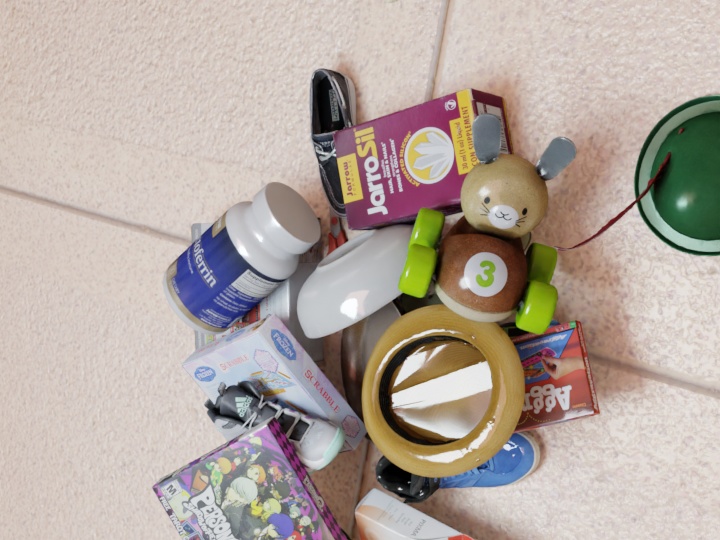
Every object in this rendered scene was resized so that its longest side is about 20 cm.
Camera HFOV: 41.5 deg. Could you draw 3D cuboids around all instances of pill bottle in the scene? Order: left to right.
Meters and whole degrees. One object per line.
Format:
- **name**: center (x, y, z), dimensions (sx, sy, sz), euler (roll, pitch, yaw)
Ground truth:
- **pill bottle**: center (-0.150, -0.016, 1.212), dimensions (0.200, 0.116, 0.116), euler (-40, 72, 26)

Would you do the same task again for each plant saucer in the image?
- **plant saucer**: center (0.030, 0.123, 1.210), dimensions (0.200, 0.032, 0.202), euler (7, 98, 62)

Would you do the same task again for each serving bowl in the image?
- **serving bowl**: center (0.000, 0.000, 1.160), dimensions (0.199, 0.200, 0.066), euler (-26, 103, 30)

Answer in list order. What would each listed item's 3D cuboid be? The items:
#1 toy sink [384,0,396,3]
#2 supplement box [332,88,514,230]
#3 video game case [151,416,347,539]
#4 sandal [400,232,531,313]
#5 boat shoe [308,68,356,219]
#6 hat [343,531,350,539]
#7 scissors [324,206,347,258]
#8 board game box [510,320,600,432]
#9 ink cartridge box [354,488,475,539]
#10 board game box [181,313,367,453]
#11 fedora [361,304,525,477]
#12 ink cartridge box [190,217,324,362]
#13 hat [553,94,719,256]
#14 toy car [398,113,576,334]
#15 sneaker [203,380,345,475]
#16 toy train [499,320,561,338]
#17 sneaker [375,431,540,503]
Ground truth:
- **toy sink**: center (-0.019, -0.453, 1.211), dimensions (0.200, 0.112, 0.131), euler (44, 114, 23)
- **supplement box**: center (0.080, -0.132, 1.168), dimensions (0.199, 0.103, 0.132), euler (-13, 85, 32)
- **video game case**: center (-0.129, 0.304, 1.148), dimensions (0.181, 0.036, 0.201), euler (-29, 92, 17)
- **sandal**: center (0.120, -0.009, 1.175), dimensions (0.201, 0.057, 0.080), euler (-42, 71, 26)
- **boat shoe**: center (-0.033, -0.167, 1.255), dimensions (0.071, 0.068, 0.201), euler (-5, 89, 24)
- **hat**: center (-0.099, 0.437, 1.312), dimensions (0.176, 0.165, 0.201), euler (116, 157, -49)
- **scissors**: center (-0.039, -0.054, 1.299), dimensions (0.073, 0.014, 0.201), euler (-21, 81, 31)
- **board game box**: center (0.165, 0.132, 1.073), dimensions (0.199, 0.019, 0.104), euler (-20, 71, 33)
- **ink cartridge box**: center (0.091, 0.372, 1.170), dimensions (0.199, 0.050, 0.163), euler (23, 139, 32)
- **board game box**: center (-0.117, 0.167, 1.262), dimensions (0.200, 0.041, 0.200), euler (-23, 109, 47)
- **fedora**: center (0.098, 0.135, 1.060), dimensions (0.200, 0.082, 0.202), euler (-7, 76, 30)
- **ink cartridge box**: center (-0.145, 0.027, 1.328), dimensions (0.175, 0.084, 0.201), euler (0, 92, 33)
- **hat**: center (0.334, -0.088, 0.965), dimensions (0.165, 0.176, 0.201), euler (25, 105, 28)
- **toy car**: center (0.148, -0.061, 1.004), dimensions (0.163, 0.158, 0.201), euler (17, 123, 1)
- **sneaker**: center (-0.122, 0.185, 1.176), dimensions (0.199, 0.078, 0.140), euler (-11, 127, 42)
- **toy train**: center (0.164, 0.121, 1.141), dimensions (0.199, 0.086, 0.115), euler (-7, 80, 36)
- **sneaker**: center (0.112, 0.239, 1.159), dimensions (0.199, 0.111, 0.077), euler (-9, 87, 32)
